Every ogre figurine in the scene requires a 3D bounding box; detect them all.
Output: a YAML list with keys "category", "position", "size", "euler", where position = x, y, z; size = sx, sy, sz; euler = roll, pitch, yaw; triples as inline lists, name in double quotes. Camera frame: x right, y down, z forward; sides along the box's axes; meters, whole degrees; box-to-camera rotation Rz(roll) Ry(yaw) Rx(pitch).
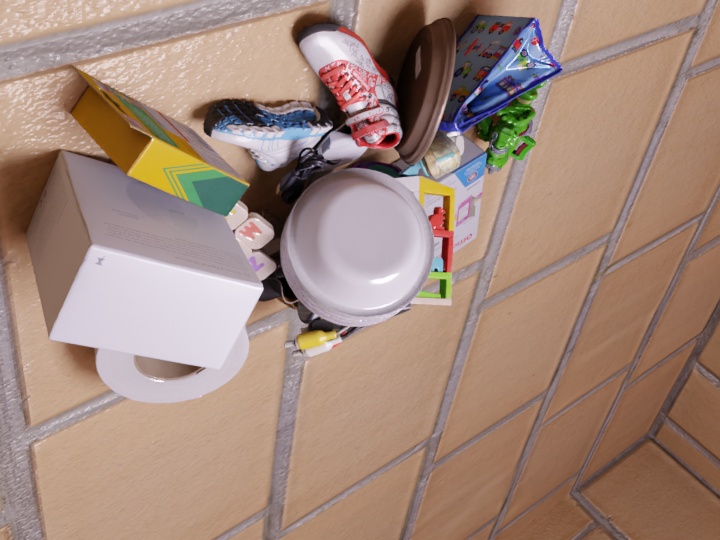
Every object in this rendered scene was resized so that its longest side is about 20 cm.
- category: "ogre figurine"
  position: [0.245, -0.237, 1.537]
  size: [0.097, 0.201, 0.120]
  euler: [10, 141, -7]

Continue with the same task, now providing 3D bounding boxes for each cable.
- category: "cable"
  position: [-0.007, 0.085, 1.341]
  size: [0.199, 0.051, 0.097]
  euler: [-14, 164, 26]

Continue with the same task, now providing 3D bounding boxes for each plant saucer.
- category: "plant saucer"
  position: [0.080, -0.244, 1.279]
  size: [0.029, 0.201, 0.201]
  euler: [12, 123, -13]

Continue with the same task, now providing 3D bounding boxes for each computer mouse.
- category: "computer mouse"
  position: [-0.032, -0.159, 1.276]
  size: [0.200, 0.044, 0.110]
  euler: [-43, 177, -42]

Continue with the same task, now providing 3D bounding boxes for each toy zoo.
- category: "toy zoo"
  position: [0.076, -0.053, 1.345]
  size: [0.130, 0.020, 0.202]
  euler: [5, 87, -31]

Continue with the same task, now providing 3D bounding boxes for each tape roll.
- category: "tape roll"
  position: [-0.249, 0.088, 1.245]
  size: [0.201, 0.071, 0.203]
  euler: [-11, 138, -10]

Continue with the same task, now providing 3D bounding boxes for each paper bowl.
- category: "paper bowl"
  position: [0.000, -0.034, 1.227]
  size: [0.200, 0.201, 0.104]
  euler: [-35, 176, -21]

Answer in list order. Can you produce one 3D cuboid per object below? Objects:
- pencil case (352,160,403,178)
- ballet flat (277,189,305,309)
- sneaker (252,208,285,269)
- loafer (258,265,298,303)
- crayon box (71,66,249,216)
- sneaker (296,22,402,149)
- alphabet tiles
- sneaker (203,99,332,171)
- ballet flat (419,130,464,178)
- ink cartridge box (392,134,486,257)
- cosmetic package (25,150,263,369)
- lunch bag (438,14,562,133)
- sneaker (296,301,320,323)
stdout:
- category: "pencil case"
  position: [0.012, -0.070, 1.455]
  size: [0.092, 0.085, 0.201]
  euler: [-39, 151, -43]
- category: "ballet flat"
  position: [-0.079, -0.028, 1.410]
  size: [0.068, 0.063, 0.201]
  euler: [-15, 136, -40]
- category: "sneaker"
  position: [-0.183, -0.009, 1.308]
  size: [0.199, 0.076, 0.070]
  euler: [-29, 155, 11]
- category: "loafer"
  position: [-0.105, 0.012, 1.338]
  size: [0.072, 0.073, 0.200]
  euler: [19, 150, -28]
- category: "crayon box"
  position: [-0.228, -0.137, 1.040]
  size: [0.052, 0.126, 0.200]
  euler: [-52, 149, 8]
- category: "sneaker"
  position: [-0.007, -0.228, 1.212]
  size: [0.067, 0.109, 0.201]
  euler: [-19, 154, 25]
- category: "alphabet tiles"
  position: [-0.211, -0.015, 1.218]
  size: [0.199, 0.015, 0.195]
  euler: [-37, 132, 17]
- category: "sneaker"
  position: [-0.122, -0.163, 1.201]
  size: [0.199, 0.075, 0.087]
  euler: [-7, 136, -48]
- category: "ballet flat"
  position: [0.118, -0.185, 1.374]
  size: [0.071, 0.070, 0.200]
  euler: [-60, -171, 20]
- category: "ink cartridge box"
  position: [0.124, -0.109, 1.553]
  size: [0.144, 0.085, 0.201]
  euler: [-33, 147, -24]
- category: "cosmetic package"
  position: [-0.243, -0.010, 1.042]
  size: [0.198, 0.200, 0.124]
  euler: [15, 114, -34]
- category: "lunch bag"
  position: [0.154, -0.264, 1.333]
  size: [0.200, 0.150, 0.094]
  euler: [-41, 118, -9]
- category: "sneaker"
  position: [0.001, 0.000, 1.384]
  size: [0.145, 0.077, 0.203]
  euler: [14, 112, -35]
